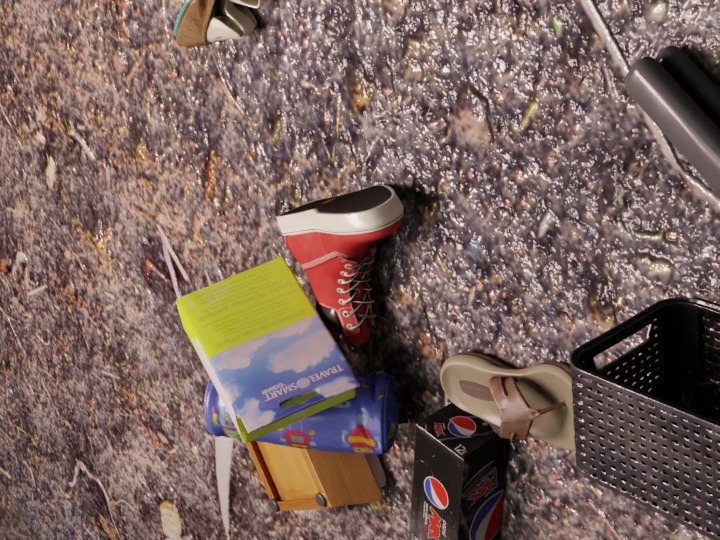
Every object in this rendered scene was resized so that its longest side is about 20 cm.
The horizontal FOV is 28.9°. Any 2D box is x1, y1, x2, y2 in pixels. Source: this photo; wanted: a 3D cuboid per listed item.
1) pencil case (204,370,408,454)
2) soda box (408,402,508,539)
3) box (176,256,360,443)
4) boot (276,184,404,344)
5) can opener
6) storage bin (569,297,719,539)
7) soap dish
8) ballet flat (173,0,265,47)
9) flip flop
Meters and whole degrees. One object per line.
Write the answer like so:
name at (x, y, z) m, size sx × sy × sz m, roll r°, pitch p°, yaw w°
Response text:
pencil case at (-0.055, 0.133, 1.395) m, size 0.198 × 0.087 × 0.078 m, roll 4°, pitch 148°, yaw 13°
soda box at (0.093, 0.227, 1.344) m, size 0.071 × 0.063 × 0.201 m, roll 34°, pitch 136°, yaw 38°
box at (-0.090, 0.081, 1.363) m, size 0.048 × 0.121 × 0.200 m, roll 80°, pitch 162°, yaw -45°
boot at (0.000, 0.000, 1.327) m, size 0.200 × 0.072 × 0.145 m, roll -6°, pitch 106°, yaw 64°
can opener at (0.251, -0.064, 0.945) m, size 0.201 × 0.052 × 0.067 m, roll 55°, pitch 146°, yaw 16°
storage bin at (0.256, 0.106, 0.969) m, size 0.199 × 0.135 × 0.094 m, roll 21°, pitch 127°, yaw 47°
soap dish at (-0.068, 0.170, 1.518) m, size 0.157 × 0.081 × 0.201 m, roll -18°, pitch 97°, yaw 57°
ballet flat at (-0.125, -0.269, 1.345) m, size 0.072 × 0.068 × 0.200 m, roll 38°, pitch 138°, yaw 5°
flip flop at (0.131, 0.117, 1.224) m, size 0.199 × 0.057 × 0.082 m, roll 12°, pitch 120°, yaw 51°
